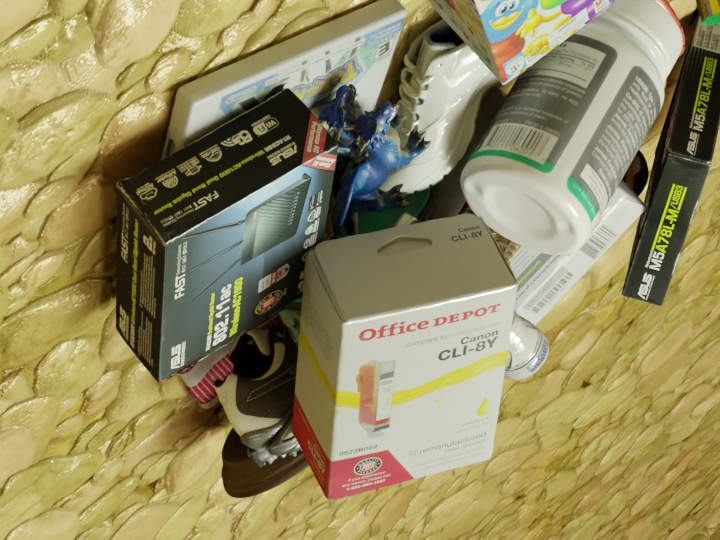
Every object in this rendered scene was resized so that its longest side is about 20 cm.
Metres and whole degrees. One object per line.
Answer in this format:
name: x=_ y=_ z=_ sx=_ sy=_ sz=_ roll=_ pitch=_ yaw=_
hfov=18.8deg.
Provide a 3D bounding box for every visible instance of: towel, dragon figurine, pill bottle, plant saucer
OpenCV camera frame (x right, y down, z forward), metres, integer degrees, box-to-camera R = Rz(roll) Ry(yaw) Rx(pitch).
towel: x=-0.094 y=0.042 z=1.802 sx=0.144 sy=0.023 sz=0.200 roll=-38 pitch=158 yaw=-9
dragon figurine: x=-0.010 y=-0.067 z=1.632 sx=0.099 sy=0.059 sz=0.200 roll=-20 pitch=149 yaw=-42
pill bottle: x=0.170 y=-0.122 z=1.713 sx=0.200 sy=0.113 sz=0.113 roll=-58 pitch=165 yaw=-23
plant saucer: x=-0.048 y=0.118 z=1.882 sx=0.200 sy=0.029 sz=0.200 roll=-38 pitch=-164 yaw=12

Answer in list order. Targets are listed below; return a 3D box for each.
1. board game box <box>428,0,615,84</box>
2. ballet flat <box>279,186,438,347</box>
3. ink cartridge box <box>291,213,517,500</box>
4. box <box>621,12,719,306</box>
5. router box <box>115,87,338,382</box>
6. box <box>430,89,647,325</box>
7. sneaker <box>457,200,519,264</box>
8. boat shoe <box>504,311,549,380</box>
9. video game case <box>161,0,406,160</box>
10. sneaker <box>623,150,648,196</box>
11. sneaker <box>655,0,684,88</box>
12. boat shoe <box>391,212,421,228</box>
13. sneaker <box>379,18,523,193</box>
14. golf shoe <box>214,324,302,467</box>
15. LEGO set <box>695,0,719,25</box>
board game box: x=0.089 y=-0.236 z=1.454 sx=0.103 sy=0.105 sz=0.200 roll=-36 pitch=151 yaw=-4
ballet flat: x=0.000 y=0.000 z=1.771 sx=0.200 sy=0.074 sz=0.074 roll=-41 pitch=162 yaw=-39
ink cartridge box: x=0.031 y=0.067 z=1.656 sx=0.145 sy=0.084 sz=0.200 roll=-12 pitch=136 yaw=-17
box: x=0.294 y=-0.103 z=1.997 sx=0.193 sy=0.047 sz=0.200 roll=103 pitch=4 yaw=-49
router box: x=-0.099 y=-0.022 z=1.564 sx=0.150 sy=0.062 sz=0.200 roll=-31 pitch=156 yaw=-23
box: x=0.135 y=-0.049 z=1.893 sx=0.156 sy=0.041 sz=0.200 roll=-48 pitch=134 yaw=13
sneaker: x=0.125 y=-0.059 z=1.804 sx=0.200 sy=0.071 sz=0.113 roll=-52 pitch=178 yaw=-20
boat shoe: x=0.070 y=0.041 z=1.892 sx=0.071 sy=0.200 sz=0.070 roll=-57 pitch=135 yaw=-14
video game case: x=-0.065 y=-0.100 z=1.588 sx=0.200 sy=0.022 sz=0.183 roll=-28 pitch=154 yaw=-33
sneaker: x=0.215 y=-0.098 z=1.990 sx=0.200 sy=0.075 sz=0.090 roll=-18 pitch=153 yaw=-48
sneaker: x=0.207 y=-0.170 z=1.846 sx=0.115 sy=0.078 sz=0.200 roll=-40 pitch=157 yaw=-10
boat shoe: x=0.053 y=0.038 z=1.753 sx=0.072 sy=0.065 sz=0.200 roll=-52 pitch=151 yaw=-39
sneaker: x=0.060 y=-0.146 z=1.676 sx=0.087 sy=0.075 sz=0.200 roll=14 pitch=117 yaw=-47
golf shoe: x=-0.052 y=0.069 z=1.797 sx=0.078 sy=0.095 sz=0.200 roll=-30 pitch=-164 yaw=37
LEGO set: x=0.366 y=-0.283 z=1.909 sx=0.153 sy=0.116 sz=0.200 roll=-21 pitch=168 yaw=35
